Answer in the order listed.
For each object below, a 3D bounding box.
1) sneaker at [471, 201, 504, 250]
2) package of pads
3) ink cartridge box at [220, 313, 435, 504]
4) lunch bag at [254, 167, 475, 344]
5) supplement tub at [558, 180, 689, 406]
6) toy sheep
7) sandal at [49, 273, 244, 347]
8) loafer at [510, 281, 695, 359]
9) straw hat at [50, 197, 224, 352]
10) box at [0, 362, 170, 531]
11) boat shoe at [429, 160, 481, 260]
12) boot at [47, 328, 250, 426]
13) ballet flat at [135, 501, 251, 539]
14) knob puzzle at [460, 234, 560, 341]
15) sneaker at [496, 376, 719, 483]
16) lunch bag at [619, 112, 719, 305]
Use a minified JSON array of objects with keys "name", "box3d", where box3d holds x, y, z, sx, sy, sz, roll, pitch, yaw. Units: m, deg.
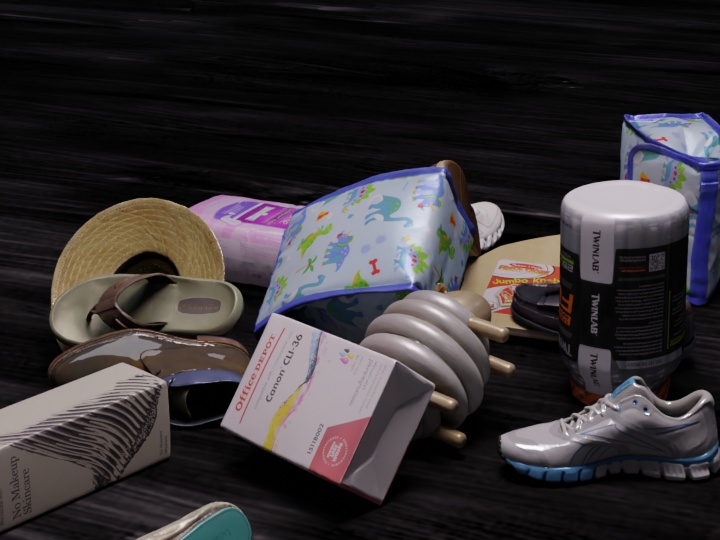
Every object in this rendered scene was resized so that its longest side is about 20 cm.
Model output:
[{"name":"sneaker","box3d":[0.106,-0.058,2.031,0.075,0.082,0.200,13,23,37]},{"name":"package of pads","box3d":[-0.118,-0.033,1.980,0.199,0.076,0.120,10,25,27]},{"name":"ink cartridge box","box3d":[-0.044,0.114,1.496,0.199,0.117,0.067,18,-10,44]},{"name":"lunch bag","box3d":[0.000,0.000,1.725,0.199,0.128,0.171,-5,45,23]},{"name":"supplement tub","box3d":[0.250,0.024,1.621,0.122,0.201,0.123,-1,19,1]},{"name":"toy sheep","box3d":[0.057,0.093,1.557,0.137,0.138,0.200,14,48,36]},{"name":"sandal","box3d":[-0.216,0.032,1.687,0.200,0.080,0.057,-6,-23,11]},{"name":"loafer","box3d":[0.249,0.035,1.735,0.199,0.063,0.072,15,37,25]},{"name":"straw hat","box3d":[-0.223,0.033,1.768,0.200,0.202,0.085,5,-21,15]},{"name":"box","box3d":[-0.262,0.152,1.478,0.068,0.083,0.199,18,29,40]},{"name":"boat shoe","box3d":[0.085,-0.058,1.843,0.072,0.073,0.200,-7,-19,9]},{"name":"boot","box3d":[-0.195,0.103,1.614,0.199,0.075,0.097,-4,17,-14]},{"name":"ballet flat","box3d":[-0.164,0.236,1.297,0.062,0.068,0.199,-21,-1,42]},{"name":"knob puzzle","box3d":[0.204,0.023,1.847,0.218,0.031,0.220,-2,32,1]},{"name":"sneaker","box3d":[0.218,0.134,1.491,0.199,0.087,0.075,-3,22,-2]},{"name":"lunch bag","box3d":[0.361,-0.073,1.923,0.127,0.171,0.200,-4,22,-7]}]
